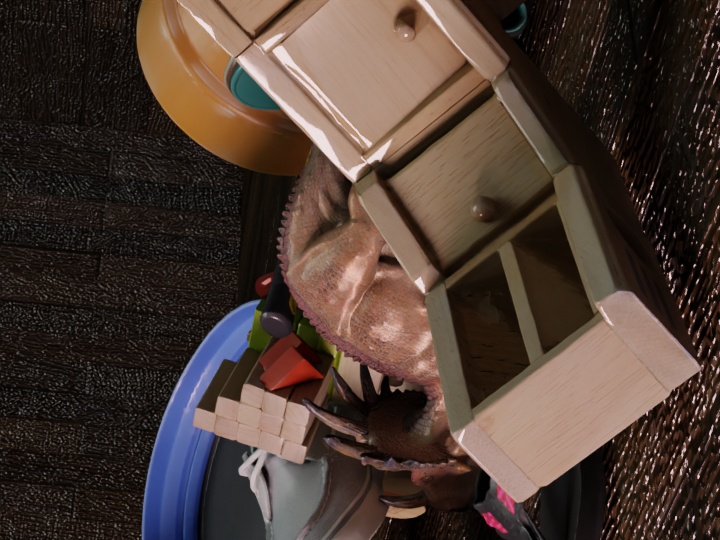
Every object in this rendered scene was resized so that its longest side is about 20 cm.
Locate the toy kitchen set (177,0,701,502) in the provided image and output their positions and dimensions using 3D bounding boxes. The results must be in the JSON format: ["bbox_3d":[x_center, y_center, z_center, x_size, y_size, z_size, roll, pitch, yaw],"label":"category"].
[{"bbox_3d":[0.046,-0.076,0.702,0.163,0.200,0.181,-38,23,15],"label":"toy kitchen set"}]

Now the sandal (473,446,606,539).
[{"bbox_3d":[0.069,0.062,0.819,0.075,0.045,0.201,107,167,-57],"label":"sandal"}]

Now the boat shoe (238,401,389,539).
[{"bbox_3d":[-0.029,0.104,1.024,0.070,0.071,0.201,-47,9,17],"label":"boat shoe"}]

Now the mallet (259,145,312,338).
[{"bbox_3d":[-0.018,-0.046,1.021,0.066,0.041,0.201,60,-145,-53],"label":"mallet"}]

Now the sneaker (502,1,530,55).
[{"bbox_3d":[0.051,-0.103,1.035,0.200,0.079,0.076,60,-155,-65],"label":"sneaker"}]

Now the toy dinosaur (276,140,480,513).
[{"bbox_3d":[0.010,0.018,0.943,0.135,0.200,0.086,-41,-6,19],"label":"toy dinosaur"}]

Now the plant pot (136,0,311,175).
[{"bbox_3d":[-0.038,-0.200,1.455,0.183,0.199,0.201,131,147,-51],"label":"plant pot"}]

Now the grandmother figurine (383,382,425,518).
[{"bbox_3d":[0.030,0.038,1.170,0.121,0.060,0.201,-27,50,50],"label":"grandmother figurine"}]

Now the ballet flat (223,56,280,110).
[{"bbox_3d":[0.008,-0.152,1.106,0.199,0.069,0.070,-24,49,32],"label":"ballet flat"}]

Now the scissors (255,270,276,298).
[{"bbox_3d":[0.000,0.000,1.097,0.200,0.073,0.014,3,-113,-75],"label":"scissors"}]

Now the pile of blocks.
[{"bbox_3d":[-0.004,0.023,1.028,0.200,0.082,0.062,-27,-40,-46],"label":"pile of blocks"}]

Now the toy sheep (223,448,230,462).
[{"bbox_3d":[-0.039,0.123,1.364,0.138,0.137,0.201,108,-178,-62],"label":"toy sheep"}]

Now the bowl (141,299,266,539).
[{"bbox_3d":[-0.069,0.119,1.224,0.200,0.039,0.202,-39,42,45],"label":"bowl"}]
